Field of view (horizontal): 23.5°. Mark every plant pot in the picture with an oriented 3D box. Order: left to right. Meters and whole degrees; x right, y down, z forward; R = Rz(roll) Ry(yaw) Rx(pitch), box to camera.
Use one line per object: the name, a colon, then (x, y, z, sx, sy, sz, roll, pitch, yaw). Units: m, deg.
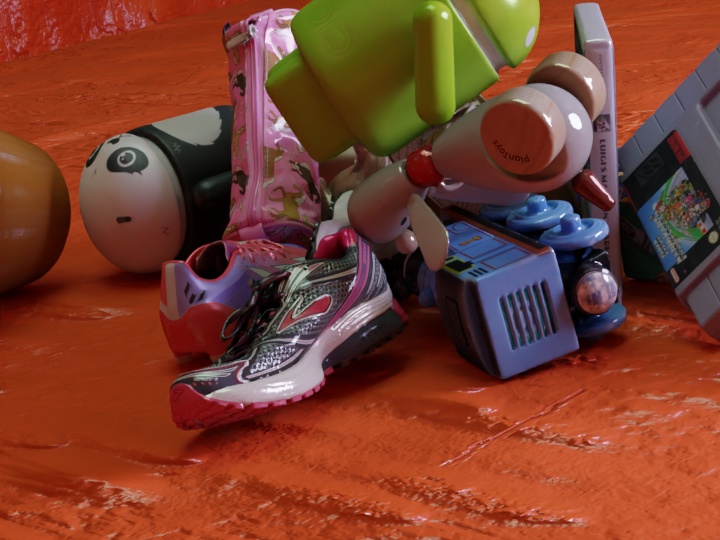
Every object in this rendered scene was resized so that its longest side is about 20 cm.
plant pot: (-0.343, -0.048, 1.426, 0.198, 0.203, 0.183, -1, 1, 29)

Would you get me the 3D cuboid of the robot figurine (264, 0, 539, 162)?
robot figurine: (0.033, -0.157, 1.161, 0.199, 0.116, 0.176, -34, 11, 7)

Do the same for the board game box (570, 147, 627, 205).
board game box: (0.161, -0.065, 1.450, 0.197, 0.035, 0.136, -8, 14, 2)

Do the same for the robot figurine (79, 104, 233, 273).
robot figurine: (-0.146, -0.073, 1.483, 0.199, 0.125, 0.151, -20, -24, -37)

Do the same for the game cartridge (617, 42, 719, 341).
game cartridge: (0.236, -0.059, 1.114, 0.130, 0.038, 0.201, -44, 32, 20)

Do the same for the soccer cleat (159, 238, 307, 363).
soccer cleat: (-0.085, 0.004, 1.255, 0.066, 0.077, 0.200, -2, 16, 25)

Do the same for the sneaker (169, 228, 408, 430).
sneaker: (-0.053, 0.040, 1.074, 0.080, 0.075, 0.200, -18, 10, 39)

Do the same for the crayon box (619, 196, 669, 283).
crayon box: (0.288, -0.028, 1.183, 0.118, 0.059, 0.199, -20, 18, -37)

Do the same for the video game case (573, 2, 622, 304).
video game case: (0.169, -0.088, 1.237, 0.023, 0.184, 0.200, -3, 15, 6)

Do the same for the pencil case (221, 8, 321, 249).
pencil case: (-0.071, -0.107, 1.386, 0.086, 0.203, 0.083, 8, -21, -29)

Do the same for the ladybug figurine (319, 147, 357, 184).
ladybug figurine: (0.051, -0.102, 1.576, 0.198, 0.073, 0.136, -7, 16, 18)

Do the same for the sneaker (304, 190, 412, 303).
sneaker: (0.000, 0.000, 1.237, 0.078, 0.075, 0.200, 18, 25, 5)

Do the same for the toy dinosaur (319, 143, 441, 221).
toy dinosaur: (0.000, -0.050, 1.408, 0.085, 0.137, 0.200, 12, -29, -30)

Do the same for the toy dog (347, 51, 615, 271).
toy dog: (0.085, -0.054, 1.081, 0.131, 0.097, 0.200, -37, 5, -27)

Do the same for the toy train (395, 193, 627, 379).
toy train: (0.095, 0.003, 1.140, 0.113, 0.088, 0.200, -19, 17, -14)

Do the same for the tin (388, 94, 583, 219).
tin: (0.083, -0.077, 1.278, 0.042, 0.113, 0.200, -33, 63, -28)
